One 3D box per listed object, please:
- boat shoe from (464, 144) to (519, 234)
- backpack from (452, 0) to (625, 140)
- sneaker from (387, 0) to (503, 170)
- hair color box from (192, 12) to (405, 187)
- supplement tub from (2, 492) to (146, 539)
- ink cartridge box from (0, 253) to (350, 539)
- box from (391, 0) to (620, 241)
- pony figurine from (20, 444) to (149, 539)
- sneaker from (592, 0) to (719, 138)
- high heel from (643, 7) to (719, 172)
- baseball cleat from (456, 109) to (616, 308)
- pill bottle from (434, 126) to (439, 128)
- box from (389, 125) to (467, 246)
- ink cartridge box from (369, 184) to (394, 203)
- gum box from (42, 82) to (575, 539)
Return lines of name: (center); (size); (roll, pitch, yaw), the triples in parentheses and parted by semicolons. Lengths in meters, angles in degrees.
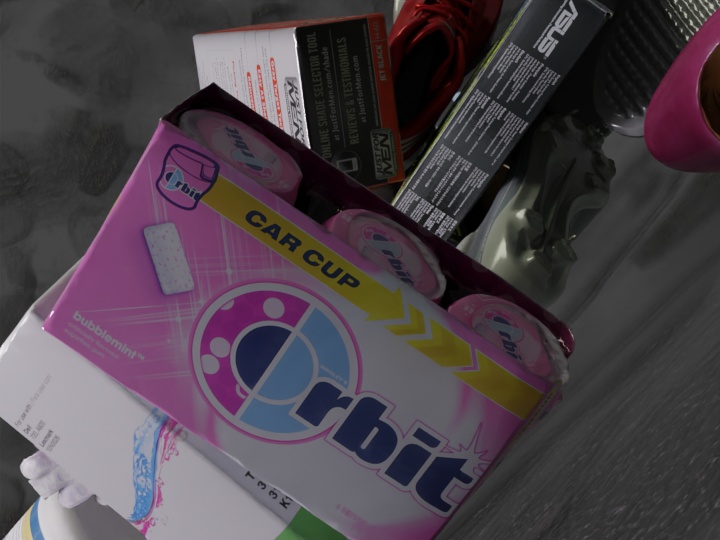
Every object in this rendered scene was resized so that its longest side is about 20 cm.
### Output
boat shoe: (0.098, -0.038, 1.097); (0.065, 0.072, 0.200); (-1, -27, -32)
backpack: (0.150, -0.151, 1.149); (0.163, 0.154, 0.200); (-50, 24, -16)
sneaker: (0.058, -0.155, 0.950); (0.200, 0.078, 0.116); (-69, 11, -14)
hair color box: (-0.044, -0.106, 0.946); (0.061, 0.102, 0.200); (-12, 12, -21)
supplement tub: (-0.230, 0.265, 1.129); (0.200, 0.145, 0.145); (-47, 3, 14)
ink cartridge box: (-0.062, 0.062, 0.745); (0.084, 0.200, 0.145); (-49, 2, 44)
box: (0.098, -0.122, 0.909); (0.200, 0.047, 0.193); (-55, 3, 34)
pony figurine: (-0.095, 0.141, 0.936); (0.193, 0.167, 0.200); (-33, -5, 35)
sneaker: (0.206, -0.154, 0.877); (0.079, 0.078, 0.200); (40, -105, -51)
high heel: (0.154, -0.065, 0.539); (0.096, 0.067, 0.200); (-38, 10, -34)
baseball cleat: (0.088, -0.026, 0.881); (0.106, 0.070, 0.200); (-36, 9, 32)
pill bottle: (0.039, -0.029, 1.273); (0.113, 0.113, 0.200); (-51, 3, -34)
box: (0.000, 0.000, 1.081); (0.200, 0.044, 0.160); (-49, 43, 42)
ink cartridge box: (-0.045, -0.005, 1.009); (0.068, 0.115, 0.200); (-15, 14, -25)
gum box: (-0.018, 0.027, 0.640); (0.114, 0.200, 0.066); (-55, 1, 25)
